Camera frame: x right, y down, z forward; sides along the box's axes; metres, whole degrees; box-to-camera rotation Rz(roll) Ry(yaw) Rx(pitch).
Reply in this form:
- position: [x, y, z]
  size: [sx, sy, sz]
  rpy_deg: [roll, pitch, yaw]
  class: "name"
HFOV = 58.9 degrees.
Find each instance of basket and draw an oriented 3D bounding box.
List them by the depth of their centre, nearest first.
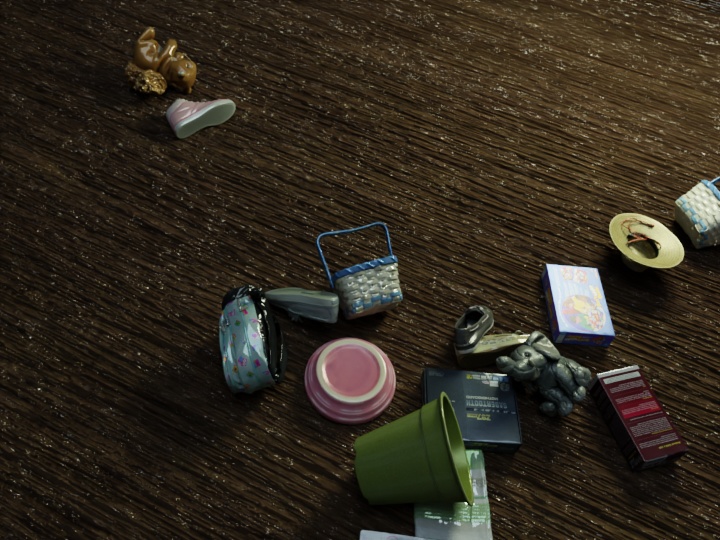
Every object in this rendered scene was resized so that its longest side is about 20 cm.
- position: [0.000, 0.000, 1.451]
  size: [0.173, 0.139, 0.204]
  rpy_deg: [-11, 82, -16]
  class: "basket"
- position: [0.959, -0.165, 1.706]
  size: [0.197, 0.139, 0.179]
  rpy_deg: [-26, 52, 12]
  class: "basket"

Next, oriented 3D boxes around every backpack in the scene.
- position: [-0.228, 0.154, 1.325]
  size: [0.124, 0.168, 0.203]
  rpy_deg: [-18, 56, 4]
  class: "backpack"

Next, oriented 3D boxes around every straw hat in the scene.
- position: [0.714, -0.049, 1.632]
  size: [0.197, 0.086, 0.203]
  rpy_deg: [5, 45, -5]
  class: "straw hat"

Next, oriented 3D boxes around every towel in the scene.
- position: [0.174, 0.433, 1.214]
  size: [0.146, 0.031, 0.203]
  rpy_deg: [5, 51, -3]
  class: "towel"

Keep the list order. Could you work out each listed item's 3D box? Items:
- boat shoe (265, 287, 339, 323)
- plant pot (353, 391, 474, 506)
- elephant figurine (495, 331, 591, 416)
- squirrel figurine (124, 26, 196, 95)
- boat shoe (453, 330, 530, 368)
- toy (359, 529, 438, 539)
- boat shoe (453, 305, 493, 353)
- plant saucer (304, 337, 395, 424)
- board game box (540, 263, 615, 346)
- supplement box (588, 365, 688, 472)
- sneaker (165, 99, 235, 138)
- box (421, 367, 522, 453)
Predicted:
- position: [-0.134, 0.082, 1.424]
  size: [0.198, 0.073, 0.070]
  rpy_deg: [6, 13, 33]
  class: "boat shoe"
- position: [0.092, 0.348, 1.172]
  size: [0.187, 0.201, 0.203]
  rpy_deg: [-18, 50, 12]
  class: "plant pot"
- position: [0.372, 0.200, 1.341]
  size: [0.198, 0.155, 0.143]
  rpy_deg: [34, 74, 0]
  class: "elephant figurine"
- position: [-0.593, -0.588, 1.903]
  size: [0.185, 0.142, 0.201]
  rpy_deg: [32, 68, 6]
  class: "squirrel figurine"
- position: [0.307, 0.166, 1.418]
  size: [0.196, 0.074, 0.063]
  rpy_deg: [-6, 45, -7]
  class: "boat shoe"
- position: [0.091, 0.531, 1.112]
  size: [0.196, 0.048, 0.117]
  rpy_deg: [4, 50, 5]
  class: "toy"
- position: [0.252, 0.113, 1.418]
  size: [0.066, 0.058, 0.200]
  rpy_deg: [-6, 20, 26]
  class: "boat shoe"
- position: [-0.021, 0.222, 1.348]
  size: [0.196, 0.051, 0.203]
  rpy_deg: [3, 52, -4]
  class: "plant saucer"
- position: [0.518, 0.080, 1.530]
  size: [0.131, 0.045, 0.203]
  rpy_deg: [5, 51, -3]
  class: "board game box"
- position: [0.579, 0.309, 1.342]
  size: [0.107, 0.061, 0.202]
  rpy_deg: [-9, 52, -12]
  class: "supplement box"
- position: [-0.465, -0.462, 1.830]
  size: [0.198, 0.076, 0.105]
  rpy_deg: [-31, 65, -23]
  class: "sneaker"
- position: [0.226, 0.289, 1.322]
  size: [0.196, 0.051, 0.160]
  rpy_deg: [5, 51, -3]
  class: "box"
